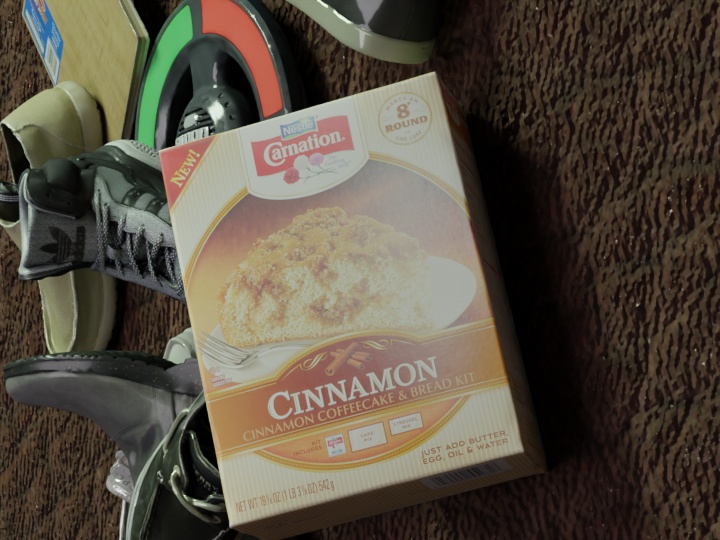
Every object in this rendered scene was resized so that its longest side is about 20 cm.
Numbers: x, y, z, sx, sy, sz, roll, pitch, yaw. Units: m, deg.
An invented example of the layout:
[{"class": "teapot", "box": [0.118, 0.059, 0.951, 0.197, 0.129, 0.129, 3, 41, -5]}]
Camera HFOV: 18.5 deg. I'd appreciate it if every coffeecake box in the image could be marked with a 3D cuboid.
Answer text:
[{"class": "coffeecake box", "box": [-0.005, 0.020, 1.126, 0.073, 0.153, 0.201, 44, -148, -71]}]

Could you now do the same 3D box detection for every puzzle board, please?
[{"class": "puzzle board", "box": [-0.188, -0.168, 1.513, 0.151, 0.017, 0.200, 107, 145, -45]}]

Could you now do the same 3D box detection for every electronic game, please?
[{"class": "electronic game", "box": [-0.088, -0.073, 1.357, 0.200, 0.041, 0.201, 4, 95, 58]}]

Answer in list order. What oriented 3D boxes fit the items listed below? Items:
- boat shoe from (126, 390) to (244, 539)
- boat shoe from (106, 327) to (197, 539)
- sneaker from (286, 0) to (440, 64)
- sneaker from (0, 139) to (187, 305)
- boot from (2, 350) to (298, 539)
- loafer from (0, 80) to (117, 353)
[{"class": "boat shoe", "box": [-0.084, 0.107, 1.255, 0.071, 0.064, 0.201, 31, 112, 4]}, {"class": "boat shoe", "box": [-0.125, 0.134, 1.399, 0.071, 0.069, 0.201, 24, 111, 57]}, {"class": "sneaker", "box": [-0.013, -0.200, 1.217, 0.200, 0.075, 0.107, 37, 117, 40]}, {"class": "sneaker", "box": [-0.137, -0.013, 1.306, 0.200, 0.113, 0.076, 36, 127, 44]}, {"class": "boot", "box": [-0.132, 0.116, 1.339, 0.199, 0.070, 0.132, 2, 91, 26]}, {"class": "loafer", "box": [-0.212, -0.028, 1.512, 0.076, 0.068, 0.201, 23, 119, 59]}]
